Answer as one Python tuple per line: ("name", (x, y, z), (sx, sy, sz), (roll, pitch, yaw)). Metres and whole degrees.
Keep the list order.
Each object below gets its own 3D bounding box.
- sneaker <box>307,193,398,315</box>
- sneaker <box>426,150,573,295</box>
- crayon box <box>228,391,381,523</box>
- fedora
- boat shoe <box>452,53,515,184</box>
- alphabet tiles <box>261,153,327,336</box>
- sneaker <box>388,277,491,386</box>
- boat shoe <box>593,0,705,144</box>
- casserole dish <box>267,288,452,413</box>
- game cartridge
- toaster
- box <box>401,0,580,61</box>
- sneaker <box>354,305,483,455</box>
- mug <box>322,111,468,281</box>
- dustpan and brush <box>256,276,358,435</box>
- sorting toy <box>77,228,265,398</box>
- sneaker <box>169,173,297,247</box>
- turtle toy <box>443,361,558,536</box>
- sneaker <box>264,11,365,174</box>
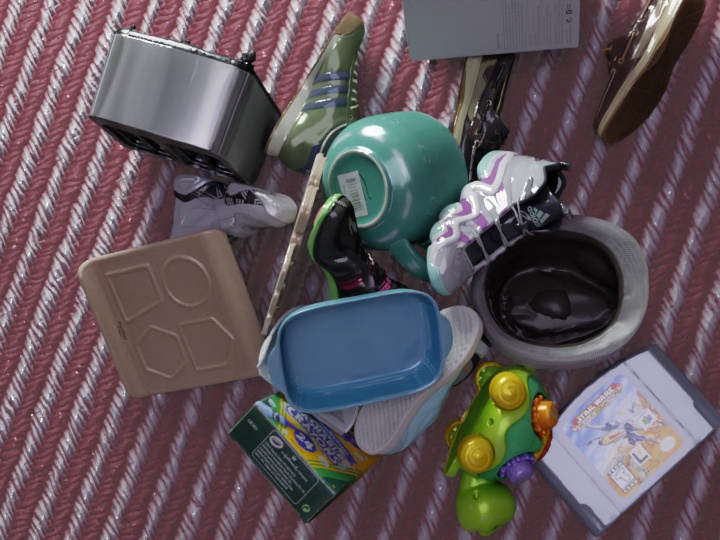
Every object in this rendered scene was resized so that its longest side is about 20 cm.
("sneaker", (0.000, 0.000, 1.126), (0.083, 0.202, 0.077), (11, 47, 30))
("sneaker", (0.164, -0.053, 1.116), (0.139, 0.078, 0.201), (7, 56, 41))
("crayon box", (-0.052, 0.190, 1.145), (0.052, 0.200, 0.126), (-46, 80, 14))
("fedora", (0.227, 0.032, 1.167), (0.197, 0.090, 0.180), (-6, 71, 17))
("boat shoe", (0.144, -0.170, 1.216), (0.064, 0.073, 0.203), (6, 86, 14))
("alphabet tiles", (-0.074, -0.031, 1.172), (0.014, 0.201, 0.197), (17, 46, -5))
("sneaker", (0.053, 0.063, 1.210), (0.199, 0.074, 0.080), (32, 96, 10))
("boat shoe", (0.322, -0.247, 1.206), (0.072, 0.072, 0.202), (36, 103, 40))
("casserole dish", (-0.002, 0.080, 1.089), (0.197, 0.039, 0.123), (-11, 112, -8))
("game cartridge", (0.297, 0.187, 1.178), (0.200, 0.042, 0.133), (-43, 84, 3))
("toaster", (-0.201, -0.193, 1.209), (0.178, 0.200, 0.120), (16, 83, 9))
("box", (0.150, -0.328, 1.195), (0.197, 0.098, 0.126), (-3, 54, 9))
("sneaker", (0.073, 0.124, 1.167), (0.200, 0.082, 0.074), (-49, 61, 12))
("mug", (0.041, -0.091, 1.167), (0.184, 0.114, 0.153), (39, 122, 26))
("dustpan and brush", (-0.047, 0.074, 1.188), (0.057, 0.201, 0.139), (-40, 116, 23))
("sorting toy", (-0.219, 0.053, 1.230), (0.197, 0.037, 0.187), (-13, 108, 19))
("sneaker", (-0.157, -0.046, 1.229), (0.198, 0.075, 0.117), (14, 94, 40))
("turtle toy", (0.154, 0.195, 1.152), (0.100, 0.146, 0.202), (27, 91, -4))
("sneaker", (-0.030, -0.206, 1.256), (0.089, 0.067, 0.202), (32, 88, -1))
